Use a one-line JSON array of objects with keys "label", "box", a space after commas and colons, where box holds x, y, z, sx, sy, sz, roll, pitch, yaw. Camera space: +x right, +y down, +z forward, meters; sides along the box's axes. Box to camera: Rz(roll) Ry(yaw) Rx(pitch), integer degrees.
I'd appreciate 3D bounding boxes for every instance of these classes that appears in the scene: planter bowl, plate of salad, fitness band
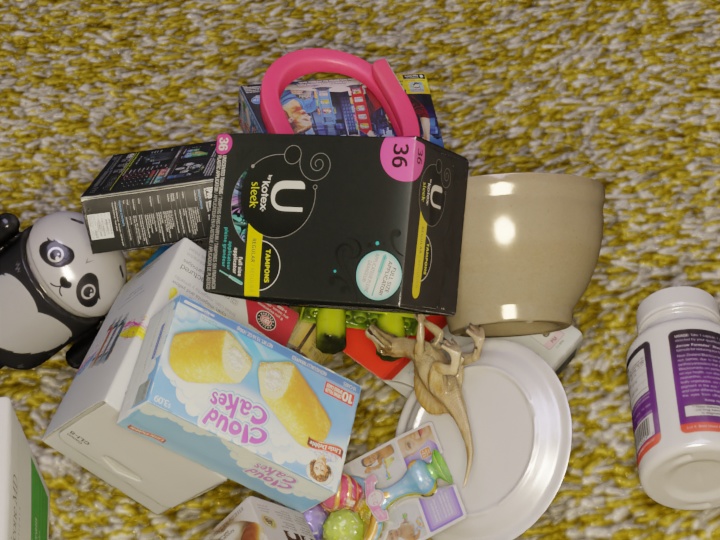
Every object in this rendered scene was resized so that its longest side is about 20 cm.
[{"label": "planter bowl", "box": [0.140, -0.007, 1.511, 0.200, 0.200, 0.135, -3, 80, 5]}, {"label": "plate of salad", "box": [0.116, 0.164, 1.464, 0.200, 0.048, 0.200, -16, 63, 35]}, {"label": "fitness band", "box": [-0.021, -0.150, 1.572, 0.143, 0.037, 0.200, -16, 55, -13]}]

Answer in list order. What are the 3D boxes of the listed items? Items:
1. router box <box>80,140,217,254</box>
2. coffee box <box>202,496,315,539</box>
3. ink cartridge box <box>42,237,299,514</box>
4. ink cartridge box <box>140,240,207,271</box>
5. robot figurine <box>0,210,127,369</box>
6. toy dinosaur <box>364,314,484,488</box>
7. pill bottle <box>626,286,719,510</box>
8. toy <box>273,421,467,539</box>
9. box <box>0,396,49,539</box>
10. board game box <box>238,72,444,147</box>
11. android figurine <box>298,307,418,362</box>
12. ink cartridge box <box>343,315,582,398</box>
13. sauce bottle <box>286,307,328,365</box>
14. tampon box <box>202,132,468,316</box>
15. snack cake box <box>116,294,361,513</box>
[{"label": "router box", "box": [-0.190, -0.079, 1.590, 0.150, 0.062, 0.200, -9, 16, 4]}, {"label": "coffee box", "box": [-0.074, 0.313, 1.358, 0.114, 0.080, 0.200, -45, 48, 15]}, {"label": "ink cartridge box", "box": [-0.181, 0.105, 1.503, 0.145, 0.145, 0.200, 35, 54, -19]}, {"label": "ink cartridge box", "box": [-0.117, -0.019, 1.681, 0.146, 0.084, 0.200, 21, 54, 23]}, {"label": "robot figurine", "box": [-0.333, 0.025, 1.614, 0.200, 0.150, 0.125, -34, 59, 23]}, {"label": "toy dinosaur", "box": [0.079, 0.100, 1.453, 0.058, 0.101, 0.200, -5, 42, -33]}, {"label": "pill bottle", "box": [0.312, 0.116, 1.486, 0.111, 0.111, 0.200, -3, 49, 5]}, {"label": "toy", "box": [-0.011, 0.220, 1.444, 0.200, 0.047, 0.115, -27, 48, 7]}, {"label": "box", "box": [-0.397, 0.251, 1.423, 0.200, 0.171, 0.199, -9, 48, 0]}, {"label": "board game box", "box": [-0.015, -0.105, 1.596, 0.200, 0.062, 0.200, -5, 54, -8]}, {"label": "android figurine", "box": [0.000, 0.000, 1.591, 0.182, 0.041, 0.200, 9, 51, -9]}, {"label": "ink cartridge box", "box": [0.098, 0.070, 1.579, 0.200, 0.057, 0.163, 38, 62, 17]}, {"label": "sauce bottle", "box": [-0.036, 0.037, 1.636, 0.065, 0.065, 0.200, 19, 53, 23]}, {"label": "tampon box", "box": [-0.021, -0.041, 1.415, 0.200, 0.126, 0.150, 3, 86, 26]}, {"label": "snack cake box", "box": [-0.107, 0.122, 1.407, 0.200, 0.067, 0.115, 29, 53, -22]}]
